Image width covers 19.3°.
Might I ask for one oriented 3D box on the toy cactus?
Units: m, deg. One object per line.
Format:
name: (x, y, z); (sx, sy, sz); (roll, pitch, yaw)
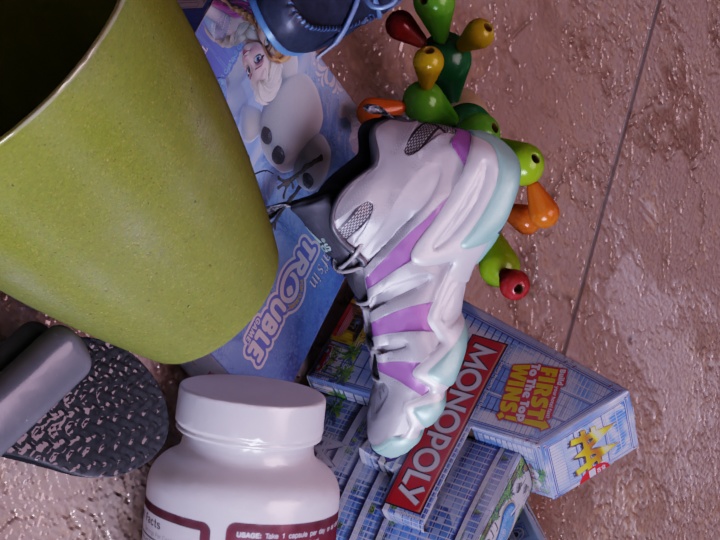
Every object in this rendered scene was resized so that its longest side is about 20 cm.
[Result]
toy cactus: (0.059, -0.085, 1.360); (0.102, 0.165, 0.201); (-26, 101, 0)

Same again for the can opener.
can opener: (-0.223, 0.084, 1.043); (0.200, 0.053, 0.067); (-45, 119, -28)

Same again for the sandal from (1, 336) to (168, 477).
sandal: (-0.192, 0.069, 1.130); (0.199, 0.048, 0.076); (8, 88, -39)

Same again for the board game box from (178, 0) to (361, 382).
board game box: (-0.074, -0.047, 1.261); (0.199, 0.043, 0.201); (51, 55, -41)

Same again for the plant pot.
plant pot: (-0.133, -0.049, 1.067); (0.200, 0.186, 0.188); (50, 56, -37)

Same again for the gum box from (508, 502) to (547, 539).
gum box: (0.114, 0.207, 1.406); (0.044, 0.200, 0.171); (-27, 120, 2)

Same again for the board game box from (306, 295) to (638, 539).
board game box: (0.059, 0.105, 1.310); (0.201, 0.199, 0.062); (-60, 150, -30)

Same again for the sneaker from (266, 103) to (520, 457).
sneaker: (0.000, 0.000, 1.251); (0.139, 0.078, 0.202); (18, 89, -13)

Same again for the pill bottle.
pill bottle: (-0.070, 0.167, 1.211); (0.113, 0.112, 0.202); (-3, 103, -51)

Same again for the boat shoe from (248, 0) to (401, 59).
boat shoe: (-0.008, -0.186, 1.276); (0.085, 0.068, 0.200); (64, 26, -14)
